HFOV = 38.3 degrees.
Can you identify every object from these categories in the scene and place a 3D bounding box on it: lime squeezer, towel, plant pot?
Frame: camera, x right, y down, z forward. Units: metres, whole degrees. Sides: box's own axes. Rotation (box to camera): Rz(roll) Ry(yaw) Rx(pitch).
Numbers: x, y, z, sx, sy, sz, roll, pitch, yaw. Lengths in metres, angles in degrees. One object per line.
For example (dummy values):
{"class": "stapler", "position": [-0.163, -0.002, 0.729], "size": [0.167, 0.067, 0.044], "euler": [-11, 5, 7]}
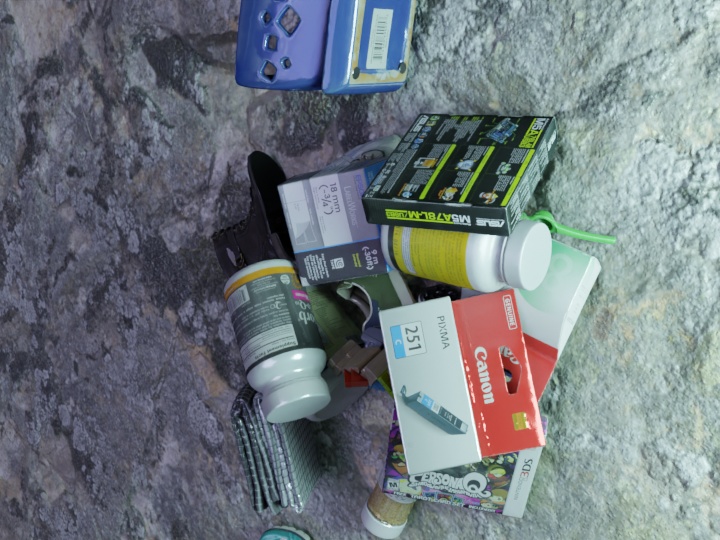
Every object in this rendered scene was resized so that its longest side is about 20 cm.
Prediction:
{"class": "lime squeezer", "position": [0.225, -0.077, 1.304], "size": [0.200, 0.070, 0.038], "euler": [44, 144, 27]}
{"class": "towel", "position": [-0.131, 0.259, 1.604], "size": [0.084, 0.166, 0.204], "euler": [-11, 101, 12]}
{"class": "plant pot", "position": [-0.037, -0.337, 1.408], "size": [0.178, 0.199, 0.204], "euler": [18, 109, 32]}

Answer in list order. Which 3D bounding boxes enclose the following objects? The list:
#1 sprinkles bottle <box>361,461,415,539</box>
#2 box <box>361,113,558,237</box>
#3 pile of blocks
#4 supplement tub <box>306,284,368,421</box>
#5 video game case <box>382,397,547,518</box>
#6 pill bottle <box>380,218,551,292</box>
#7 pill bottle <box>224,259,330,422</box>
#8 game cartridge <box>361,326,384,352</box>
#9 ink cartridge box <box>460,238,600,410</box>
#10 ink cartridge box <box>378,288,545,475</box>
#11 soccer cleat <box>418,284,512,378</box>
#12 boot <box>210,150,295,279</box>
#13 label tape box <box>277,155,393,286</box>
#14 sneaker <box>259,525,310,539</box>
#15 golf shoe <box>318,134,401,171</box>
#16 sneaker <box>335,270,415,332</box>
{"class": "sprinkles bottle", "position": [0.064, 0.298, 1.511], "size": [0.068, 0.068, 0.202], "euler": [39, 122, 30]}
{"class": "box", "position": [0.124, -0.124, 1.272], "size": [0.190, 0.201, 0.048], "euler": [7, 132, 25]}
{"class": "pile of blocks", "position": [0.022, 0.145, 1.375], "size": [0.198, 0.062, 0.083], "euler": [1, 125, 54]}
{"class": "supplement tub", "position": [-0.078, 0.106, 1.554], "size": [0.201, 0.144, 0.146], "euler": [50, 126, 23]}
{"class": "video game case", "position": [0.131, 0.243, 1.353], "size": [0.196, 0.036, 0.183], "euler": [10, 133, 4]}
{"class": "pill bottle", "position": [0.132, -0.036, 1.286], "size": [0.197, 0.110, 0.114], "euler": [14, 107, 36]}
{"class": "pill bottle", "position": [-0.112, 0.097, 1.425], "size": [0.116, 0.115, 0.203], "euler": [-37, 62, 39]}
{"class": "game cartridge", "position": [0.100, 0.152, 1.417], "size": [0.198, 0.134, 0.041], "euler": [27, 71, 37]}
{"class": "ink cartridge box", "position": [0.192, 0.050, 1.314], "size": [0.159, 0.050, 0.203], "euler": [25, 87, 36]}
{"class": "ink cartridge box", "position": [0.124, 0.132, 1.266], "size": [0.173, 0.045, 0.204], "euler": [-12, 81, 3]}
{"class": "soccer cleat", "position": [0.157, 0.096, 1.403], "size": [0.199, 0.068, 0.074], "euler": [34, 138, 32]}
{"class": "boot", "position": [-0.185, -0.073, 1.669], "size": [0.172, 0.069, 0.204], "euler": [-19, 87, 42]}
{"class": "label tape box", "position": [0.000, -0.070, 1.398], "size": [0.196, 0.063, 0.147], "euler": [-9, 102, 23]}
{"class": "sneaker", "position": [-0.099, 0.487, 1.686], "size": [0.198, 0.079, 0.079], "euler": [29, 116, 36]}
{"class": "golf shoe", "position": [-0.015, -0.134, 1.497], "size": [0.198, 0.098, 0.079], "euler": [-19, 117, 36]}
{"class": "sneaker", "position": [0.000, 0.000, 1.479], "size": [0.202, 0.089, 0.067], "euler": [62, 167, 24]}
